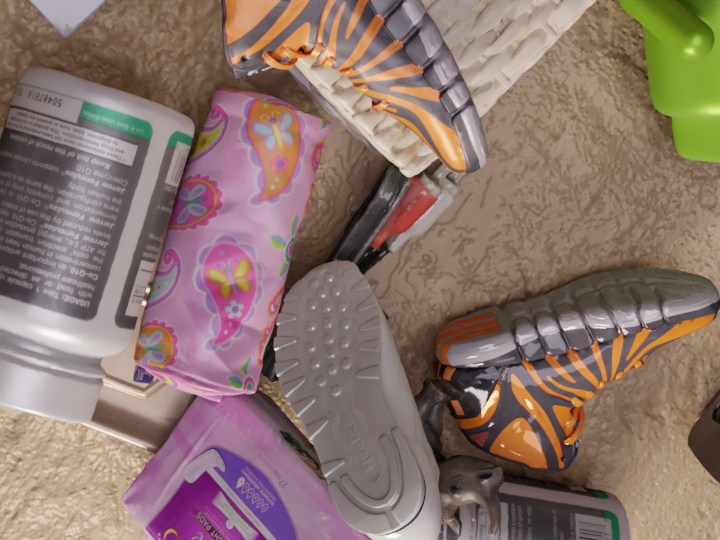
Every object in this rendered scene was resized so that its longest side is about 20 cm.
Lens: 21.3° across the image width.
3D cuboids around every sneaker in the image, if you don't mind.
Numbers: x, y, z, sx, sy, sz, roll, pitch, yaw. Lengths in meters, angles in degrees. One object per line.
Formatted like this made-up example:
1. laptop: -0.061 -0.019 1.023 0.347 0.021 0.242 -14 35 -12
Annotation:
1. sneaker: 0.157 0.071 1.337 0.199 0.078 0.112 -14 110 5
2. sneaker: -0.013 -0.124 1.095 0.112 0.078 0.200 -31 104 4
3. sneaker: 0.003 0.087 1.214 0.076 0.200 0.080 -24 149 17

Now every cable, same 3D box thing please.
1. cable: 0.000 0.000 1.282 0.050 0.097 0.200 35 95 5

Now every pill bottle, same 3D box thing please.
1. pill bottle: -0.184 -0.015 1.188 0.113 0.113 0.200 18 89 -14
2. pill bottle: 0.077 0.194 1.334 0.199 0.113 0.113 11 102 -12

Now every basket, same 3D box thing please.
1. basket: 0.026 -0.195 1.203 0.200 0.161 0.198 -44 106 1

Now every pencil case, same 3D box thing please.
1. pencil case: -0.083 -0.015 1.238 0.087 0.087 0.201 15 87 -13

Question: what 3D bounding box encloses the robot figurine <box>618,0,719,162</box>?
1. robot figurine: 0.244 -0.174 1.267 0.175 0.116 0.201 -16 107 -34

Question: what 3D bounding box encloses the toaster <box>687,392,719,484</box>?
1. toaster: 0.336 0.117 1.327 0.119 0.181 0.200 38 94 -13

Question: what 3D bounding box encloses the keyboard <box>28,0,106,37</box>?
1. keyboard: -0.138 -0.238 1.242 0.200 0.011 0.056 -42 112 3

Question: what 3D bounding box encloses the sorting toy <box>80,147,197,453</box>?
1. sorting toy: -0.171 0.001 1.286 0.185 0.036 0.200 23 95 -15

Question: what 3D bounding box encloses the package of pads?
1. package of pads: -0.058 0.176 1.256 0.121 0.200 0.076 -53 144 7

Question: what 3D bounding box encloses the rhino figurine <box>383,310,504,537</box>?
1. rhino figurine: 0.030 0.108 1.272 0.088 0.200 0.060 -52 145 12
